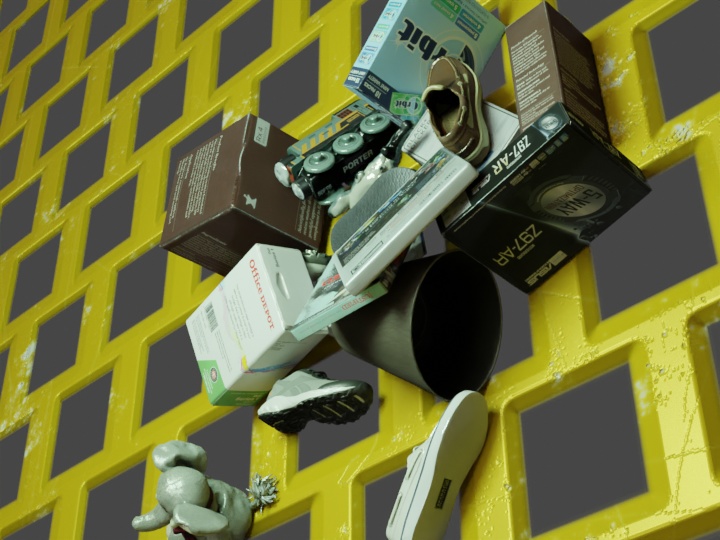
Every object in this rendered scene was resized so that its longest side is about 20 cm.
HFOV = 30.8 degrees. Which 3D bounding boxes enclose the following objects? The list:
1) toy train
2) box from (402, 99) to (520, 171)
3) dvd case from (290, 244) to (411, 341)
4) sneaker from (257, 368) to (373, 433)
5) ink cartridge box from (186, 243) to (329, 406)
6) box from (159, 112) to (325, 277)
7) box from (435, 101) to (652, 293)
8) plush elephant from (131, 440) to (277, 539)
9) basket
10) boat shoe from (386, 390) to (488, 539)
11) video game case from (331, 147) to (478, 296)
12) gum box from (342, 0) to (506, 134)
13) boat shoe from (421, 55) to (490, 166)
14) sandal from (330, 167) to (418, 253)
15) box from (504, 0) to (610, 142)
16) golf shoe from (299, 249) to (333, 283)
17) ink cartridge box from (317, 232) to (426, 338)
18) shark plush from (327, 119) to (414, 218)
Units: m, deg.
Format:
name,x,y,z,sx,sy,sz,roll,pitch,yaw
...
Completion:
name,x,y,z,sx,sy,sz,roll,pitch,yaw
toy train,-0.030,-0.172,1.895,0.200,0.085,0.114,-36,40,-19
box,0.149,-0.165,1.737,0.117,0.060,0.200,-56,35,4
dvd case,0.000,0.000,1.631,0.146,0.022,0.200,-29,19,31
sneaker,-0.060,0.162,1.742,0.200,0.074,0.080,-14,49,45
ink cartridge box,-0.147,0.079,1.840,0.200,0.084,0.145,-45,53,36
box,-0.173,-0.102,1.980,0.200,0.164,0.166,-23,50,46
box,0.210,-0.079,1.513,0.200,0.160,0.044,-41,37,22
plush elephant,-0.226,0.323,1.749,0.200,0.155,0.165,-47,37,17
basket,0.061,0.063,1.617,0.200,0.136,0.181,2,92,57
boat shoe,0.085,0.230,1.519,0.066,0.072,0.201,14,84,49
video game case,0.049,-0.062,1.562,0.200,0.023,0.182,-45,13,4
gum box,0.091,-0.298,1.811,0.045,0.170,0.201,22,83,54
boat shoe,0.116,-0.223,1.703,0.075,0.075,0.203,-40,38,22
sandal,0.031,-0.079,1.761,0.200,0.043,0.076,-33,60,46
box,0.245,-0.229,1.633,0.075,0.100,0.201,-31,43,34
golf shoe,-0.106,0.024,1.916,0.200,0.077,0.088,-21,70,44
ink cartridge box,0.024,0.003,1.786,0.200,0.039,0.100,-37,40,30
shark plush,0.018,-0.134,1.814,0.083,0.091,0.200,-63,-11,-48
